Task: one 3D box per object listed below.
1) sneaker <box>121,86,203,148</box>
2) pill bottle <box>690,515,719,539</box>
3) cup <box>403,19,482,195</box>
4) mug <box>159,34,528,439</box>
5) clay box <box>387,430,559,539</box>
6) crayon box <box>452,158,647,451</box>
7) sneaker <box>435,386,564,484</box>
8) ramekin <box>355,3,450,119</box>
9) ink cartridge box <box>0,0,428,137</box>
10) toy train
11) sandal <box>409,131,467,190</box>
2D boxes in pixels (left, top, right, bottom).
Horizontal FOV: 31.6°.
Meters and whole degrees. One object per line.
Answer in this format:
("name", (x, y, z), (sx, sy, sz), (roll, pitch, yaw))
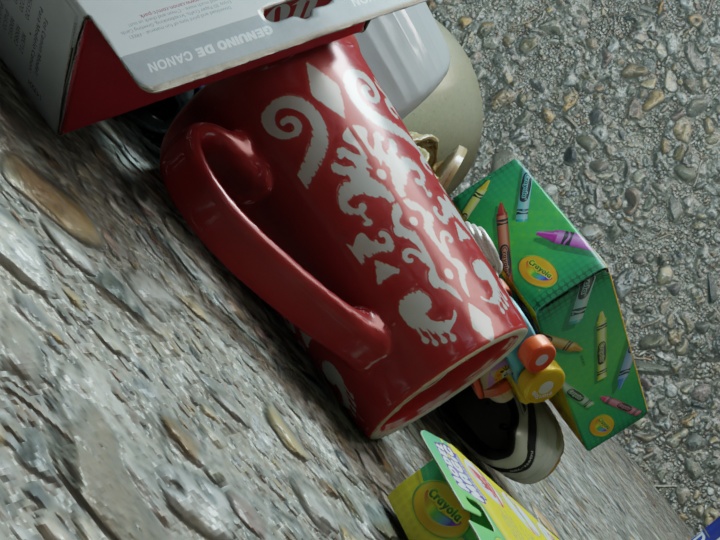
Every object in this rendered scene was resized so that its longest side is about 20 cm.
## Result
("sneaker", (-0.148, -0.160, 0.758), (0.200, 0.073, 0.112), (51, 8, 8))
("pill bottle", (0.354, 0.274, 1.137), (0.120, 0.200, 0.120), (49, 7, -8))
("cup", (-0.009, -0.129, 1.130), (0.201, 0.200, 0.143), (50, 32, 5))
("mug", (-0.021, -0.010, 0.704), (0.201, 0.177, 0.134), (56, -36, 13))
("clay box", (0.086, 0.168, 0.629), (0.200, 0.048, 0.115), (43, 10, -40))
("crayon box", (0.139, 0.029, 0.916), (0.119, 0.058, 0.200), (57, -3, 39))
("sneaker", (0.077, 0.072, 0.970), (0.200, 0.076, 0.087), (49, 13, 30))
("ramekin", (-0.032, -0.137, 0.896), (0.098, 0.200, 0.201), (56, 5, -14))
("ink cartridge box", (-0.081, -0.150, 0.625), (0.176, 0.199, 0.084), (53, -37, 17))
("toy train", (0.076, 0.032, 0.877), (0.151, 0.055, 0.200), (59, -2, 2))
("sandal", (0.025, -0.067, 0.924), (0.069, 0.078, 0.212), (31, 0, 0))
